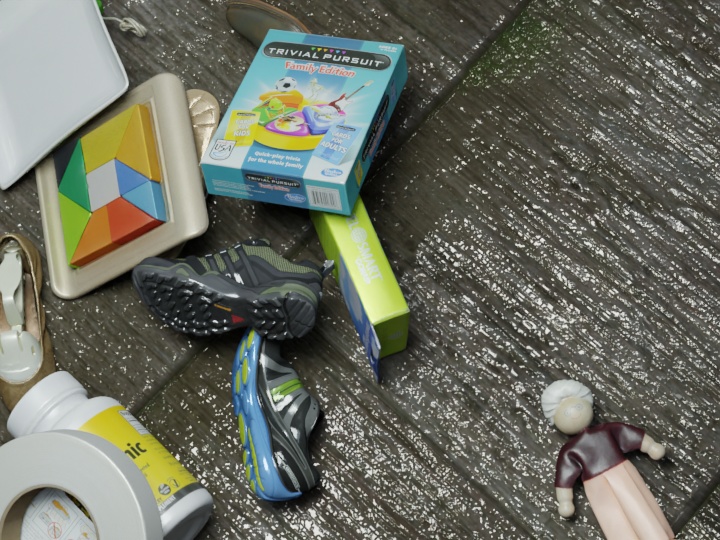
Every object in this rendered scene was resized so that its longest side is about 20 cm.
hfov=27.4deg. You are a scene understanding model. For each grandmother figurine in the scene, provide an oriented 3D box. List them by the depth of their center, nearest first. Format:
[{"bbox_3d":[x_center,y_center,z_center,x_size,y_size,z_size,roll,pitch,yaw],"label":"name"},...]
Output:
[{"bbox_3d":[0.242,0.195,1.446,0.121,0.061,0.201,-25,74,-17],"label":"grandmother figurine"}]

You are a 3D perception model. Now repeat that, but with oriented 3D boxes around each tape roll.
[{"bbox_3d":[-0.275,0.246,1.344,0.201,0.037,0.205,0,89,19],"label":"tape roll"}]

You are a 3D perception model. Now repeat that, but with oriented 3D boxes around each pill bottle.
[{"bbox_3d":[-0.246,0.194,1.429,0.200,0.111,0.111,42,76,15],"label":"pill bottle"}]

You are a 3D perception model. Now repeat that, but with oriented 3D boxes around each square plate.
[{"bbox_3d":[-0.338,-0.218,1.580,0.199,0.028,0.199,-34,65,24],"label":"square plate"}]

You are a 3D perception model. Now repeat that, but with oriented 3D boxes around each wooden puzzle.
[{"bbox_3d":[-0.256,-0.088,1.528,0.199,0.037,0.187,-23,67,26],"label":"wooden puzzle"}]

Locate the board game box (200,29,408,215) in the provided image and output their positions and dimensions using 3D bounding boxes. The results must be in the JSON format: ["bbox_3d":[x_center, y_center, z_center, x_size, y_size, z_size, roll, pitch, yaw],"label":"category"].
[{"bbox_3d":[-0.053,-0.153,1.475,0.150,0.047,0.201,9,52,16],"label":"board game box"}]

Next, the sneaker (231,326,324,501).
[{"bbox_3d":[-0.081,0.132,1.478,0.082,0.071,0.201,1,65,-23],"label":"sneaker"}]

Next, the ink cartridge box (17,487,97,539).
[{"bbox_3d":[-0.292,0.277,1.394,0.162,0.050,0.200,42,99,15],"label":"ink cartridge box"}]

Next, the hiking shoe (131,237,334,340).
[{"bbox_3d":[-0.127,0.012,1.479,0.198,0.076,0.101,10,39,14],"label":"hiking shoe"}]

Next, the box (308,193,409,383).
[{"bbox_3d":[0.000,0.000,1.487,0.047,0.122,0.201,-20,71,-7],"label":"box"}]

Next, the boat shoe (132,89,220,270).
[{"bbox_3d":[-0.189,-0.089,1.555,0.071,0.065,0.202,16,89,12],"label":"boat shoe"}]

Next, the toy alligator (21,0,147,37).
[{"bbox_3d":[-0.331,-0.290,1.634,0.199,0.059,0.054,30,73,12],"label":"toy alligator"}]

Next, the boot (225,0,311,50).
[{"bbox_3d":[-0.083,-0.212,1.592,0.199,0.075,0.097,34,71,11],"label":"boot"}]

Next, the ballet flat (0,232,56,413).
[{"bbox_3d":[-0.349,0.052,1.503,0.067,0.072,0.202,-6,70,-2],"label":"ballet flat"}]
